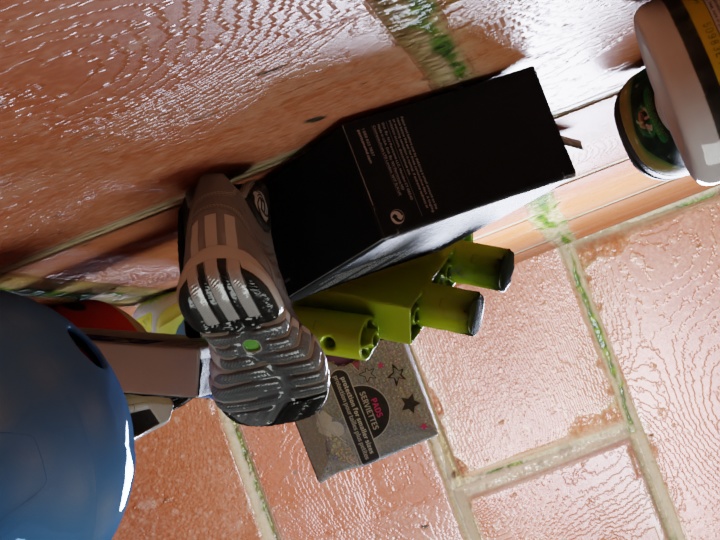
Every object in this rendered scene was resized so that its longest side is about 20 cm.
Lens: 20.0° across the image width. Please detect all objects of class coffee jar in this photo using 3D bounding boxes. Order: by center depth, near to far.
[{"bbox_3d":[0.248,-0.122,1.404,0.104,0.086,0.200,-20,176,-12],"label":"coffee jar"}]

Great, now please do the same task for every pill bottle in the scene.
[{"bbox_3d":[0.265,-0.133,1.155,0.199,0.113,0.112,-21,176,6],"label":"pill bottle"}]

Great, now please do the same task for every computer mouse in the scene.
[{"bbox_3d":[-0.187,0.111,1.603,0.109,0.044,0.200,-18,-176,29],"label":"computer mouse"}]

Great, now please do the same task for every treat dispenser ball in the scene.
[{"bbox_3d":[-0.235,0.111,1.227,0.200,0.202,0.201,-21,176,-2],"label":"treat dispenser ball"}]

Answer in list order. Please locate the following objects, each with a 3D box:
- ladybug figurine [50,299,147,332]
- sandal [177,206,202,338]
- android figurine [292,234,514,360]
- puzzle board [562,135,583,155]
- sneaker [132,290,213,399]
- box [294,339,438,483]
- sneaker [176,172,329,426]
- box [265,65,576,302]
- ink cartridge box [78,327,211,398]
[{"bbox_3d":[-0.243,0.070,1.558,0.136,0.072,0.200,-23,176,37],"label":"ladybug figurine"},{"bbox_3d":[-0.097,0.001,1.351,0.045,0.075,0.200,-4,172,-5],"label":"sandal"},{"bbox_3d":[0.000,0.000,1.423,0.199,0.041,0.182,8,-147,20],"label":"android figurine"},{"bbox_3d":[0.095,-0.082,1.658,0.150,0.017,0.200,-21,175,14],"label":"puzzle board"},{"bbox_3d":[-0.123,0.063,1.837,0.076,0.105,0.200,-24,175,39],"label":"sneaker"},{"bbox_3d":[-0.017,0.067,1.741,0.114,0.201,0.132,-22,176,-1],"label":"box"},{"bbox_3d":[-0.065,0.008,1.242,0.075,0.116,0.200,-8,149,3],"label":"sneaker"},{"bbox_3d":[0.023,-0.049,1.290,0.141,0.079,0.200,-16,174,-26],"label":"box"},{"bbox_3d":[-0.186,0.061,1.420,0.199,0.039,0.099,5,-176,18],"label":"ink cartridge box"}]
